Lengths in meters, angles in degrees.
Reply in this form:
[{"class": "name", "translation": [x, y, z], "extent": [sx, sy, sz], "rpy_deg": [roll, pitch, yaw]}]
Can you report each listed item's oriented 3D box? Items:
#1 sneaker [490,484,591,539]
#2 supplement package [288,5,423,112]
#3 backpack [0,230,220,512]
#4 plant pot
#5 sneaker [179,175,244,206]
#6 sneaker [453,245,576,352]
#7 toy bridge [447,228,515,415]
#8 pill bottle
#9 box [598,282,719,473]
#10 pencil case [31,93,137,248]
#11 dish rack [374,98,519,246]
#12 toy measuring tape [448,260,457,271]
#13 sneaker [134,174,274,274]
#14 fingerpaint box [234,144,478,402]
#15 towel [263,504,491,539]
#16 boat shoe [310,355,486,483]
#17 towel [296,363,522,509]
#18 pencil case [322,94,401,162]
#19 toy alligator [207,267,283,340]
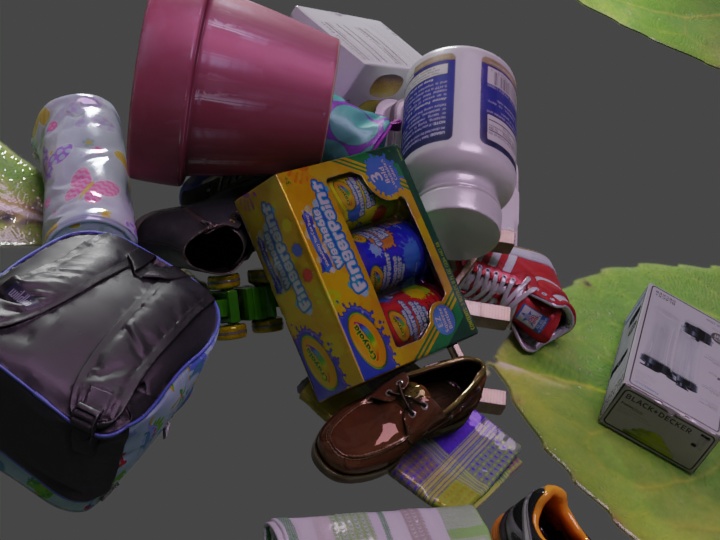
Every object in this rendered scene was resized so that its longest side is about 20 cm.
[{"class": "sneaker", "translation": [0.179, 0.272, 1.163], "extent": [0.078, 0.077, 0.200], "rpy_deg": [-3, 47, -38]}, {"class": "supplement package", "translation": [-0.015, -0.214, 1.555], "extent": [0.109, 0.114, 0.200], "rpy_deg": [42, 22, 19]}, {"class": "backpack", "translation": [-0.221, 0.072, 1.082], "extent": [0.182, 0.147, 0.200], "rpy_deg": [33, 40, 9]}, {"class": "plant pot", "translation": [-0.116, -0.170, 1.295], "extent": [0.178, 0.201, 0.201], "rpy_deg": [10, 38, -4]}, {"class": "sneaker", "translation": [-0.146, -0.108, 1.427], "extent": [0.089, 0.079, 0.200], "rpy_deg": [21, 29, 9]}, {"class": "sneaker", "translation": [0.140, 0.023, 1.444], "extent": [0.199, 0.071, 0.113], "rpy_deg": [8, 37, -29]}, {"class": "toy bridge", "translation": [0.116, 0.043, 1.378], "extent": [0.067, 0.027, 0.201], "rpy_deg": [8, 63, -5]}, {"class": "pill bottle", "translation": [0.099, -0.117, 1.402], "extent": [0.119, 0.120, 0.201], "rpy_deg": [16, 54, -16]}, {"class": "box", "translation": [0.330, 0.111, 1.471], "extent": [0.116, 0.060, 0.200], "rpy_deg": [29, 35, 0]}, {"class": "pencil case", "translation": [-0.262, -0.080, 1.296], "extent": [0.090, 0.083, 0.201], "rpy_deg": [-10, 45, -9]}, {"class": "dish rack", "translation": [0.102, -0.097, 1.515], "extent": [0.199, 0.043, 0.173], "rpy_deg": [24, 54, -30]}, {"class": "toy measuring tape", "translation": [0.000, 0.000, 1.377], "extent": [0.199, 0.074, 0.074], "rpy_deg": [-4, 46, -33]}, {"class": "sneaker", "translation": [-0.109, -0.038, 1.307], "extent": [0.199, 0.075, 0.106], "rpy_deg": [-23, 22, -33]}, {"class": "fingerpaint box", "translation": [-0.001, -0.002, 1.274], "extent": [0.166, 0.073, 0.201], "rpy_deg": [-18, 83, -44]}, {"class": "towel", "translation": [0.033, 0.252, 1.113], "extent": [0.199, 0.031, 0.150], "rpy_deg": [-1, 46, -26]}, {"class": "boat shoe", "translation": [0.036, 0.122, 1.220], "extent": [0.072, 0.068, 0.200], "rpy_deg": [45, 40, 19]}, {"class": "towel", "translation": [0.047, 0.140, 1.282], "extent": [0.200, 0.023, 0.143], "rpy_deg": [40, 37, 15]}, {"class": "pencil case", "translation": [-0.063, -0.172, 1.418], "extent": [0.200, 0.085, 0.093], "rpy_deg": [36, 70, 5]}, {"class": "toy alligator", "translation": [-0.135, 0.034, 1.273], "extent": [0.199, 0.060, 0.054], "rpy_deg": [-9, 5, -31]}]
